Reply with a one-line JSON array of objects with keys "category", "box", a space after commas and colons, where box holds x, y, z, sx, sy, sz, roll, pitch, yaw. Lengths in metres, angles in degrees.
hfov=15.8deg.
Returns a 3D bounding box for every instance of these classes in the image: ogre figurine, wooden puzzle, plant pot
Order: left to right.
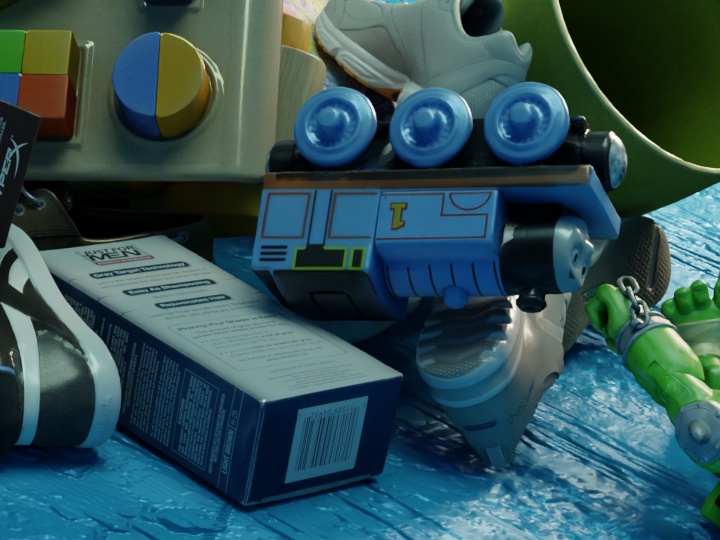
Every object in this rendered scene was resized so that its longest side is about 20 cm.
[{"category": "wooden puzzle", "box": [-0.144, -0.141, 1.452, 0.199, 0.186, 0.046, 2, -22, 1]}, {"category": "plant pot", "box": [0.126, -0.096, 1.648, 0.187, 0.200, 0.188, 24, 49, -30]}, {"category": "ogre figurine", "box": [0.211, 0.086, 1.361, 0.098, 0.200, 0.120, -31, 32, 9]}]

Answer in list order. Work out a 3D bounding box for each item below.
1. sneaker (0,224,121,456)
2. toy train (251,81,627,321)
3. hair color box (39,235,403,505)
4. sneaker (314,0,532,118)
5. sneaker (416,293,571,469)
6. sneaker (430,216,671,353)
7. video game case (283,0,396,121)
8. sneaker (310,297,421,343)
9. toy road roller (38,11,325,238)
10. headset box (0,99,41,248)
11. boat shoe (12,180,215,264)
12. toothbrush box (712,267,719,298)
[{"category": "sneaker", "box": [-0.211, 0.026, 1.321, 0.111, 0.073, 0.200, -1, 24, -34]}, {"category": "toy train", "box": [0.040, -0.032, 1.365, 0.199, 0.115, 0.087, 0, -22, 19]}, {"category": "hair color box", "box": [-0.083, 0.048, 1.352, 0.100, 0.061, 0.200, -8, 27, -43]}, {"category": "sneaker", "box": [0.046, -0.139, 1.583, 0.076, 0.092, 0.200, 25, 13, -38]}, {"category": "sneaker", "box": [0.078, 0.031, 1.430, 0.074, 0.082, 0.200, -6, 30, 25]}, {"category": "sneaker", "box": [0.102, 0.015, 1.561, 0.080, 0.071, 0.200, -2, 9, 43]}, {"category": "video game case", "box": [-0.040, -0.150, 1.637, 0.200, 0.018, 0.143, 39, 23, -10]}, {"category": "sneaker", "box": [0.000, 0.000, 1.514, 0.075, 0.088, 0.200, 49, 20, -1]}, {"category": "toy road roller", "box": [-0.132, -0.092, 1.511, 0.199, 0.124, 0.146, -2, -14, 38]}, {"category": "headset box", "box": [-0.287, -0.077, 1.309, 0.199, 0.078, 0.148, 21, -11, -39]}, {"category": "boat shoe", "box": [-0.180, -0.019, 1.464, 0.199, 0.073, 0.072, 6, 21, -14]}, {"category": "toothbrush box", "box": [0.272, -0.002, 1.563, 0.086, 0.146, 0.200, 17, 21, 14]}]
